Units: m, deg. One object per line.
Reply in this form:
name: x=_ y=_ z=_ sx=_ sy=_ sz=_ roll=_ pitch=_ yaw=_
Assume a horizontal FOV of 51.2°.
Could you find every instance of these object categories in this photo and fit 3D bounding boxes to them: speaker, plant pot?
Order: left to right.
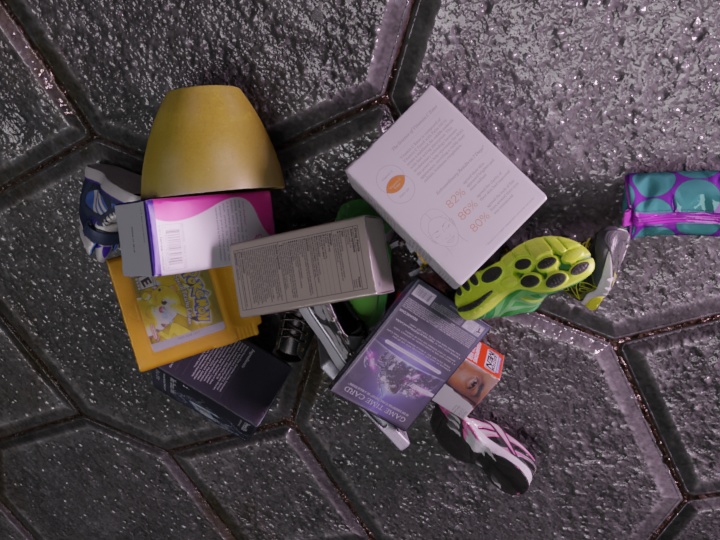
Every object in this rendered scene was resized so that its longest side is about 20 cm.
plant pot: x=-0.211 y=-0.177 z=1.044 sx=0.199 sy=0.200 sz=0.143 roll=-4 pitch=95 yaw=22
speaker: x=0.000 y=0.000 z=1.091 sx=0.088 sy=0.089 sz=0.201 roll=13 pitch=127 yaw=11

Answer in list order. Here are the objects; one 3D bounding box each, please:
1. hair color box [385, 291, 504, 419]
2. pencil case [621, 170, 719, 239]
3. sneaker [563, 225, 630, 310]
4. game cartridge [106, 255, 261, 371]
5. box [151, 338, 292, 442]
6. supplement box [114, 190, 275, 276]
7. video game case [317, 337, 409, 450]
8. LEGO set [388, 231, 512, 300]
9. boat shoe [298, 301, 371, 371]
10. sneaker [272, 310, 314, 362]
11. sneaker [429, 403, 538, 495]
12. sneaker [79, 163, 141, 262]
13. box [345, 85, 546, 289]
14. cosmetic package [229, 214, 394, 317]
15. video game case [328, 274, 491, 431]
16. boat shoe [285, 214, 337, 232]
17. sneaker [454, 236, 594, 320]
hair color box: x=0.112 y=0.135 z=1.188 sx=0.199 sy=0.064 sz=0.111 roll=31 pitch=125 yaw=-2
pencil case: x=0.426 y=-0.079 z=0.920 sx=0.199 sy=0.093 sz=0.085 roll=1 pitch=122 yaw=20
sneaker: x=0.292 y=-0.004 z=0.985 sx=0.084 sy=0.075 sz=0.200 roll=23 pitch=161 yaw=15
game cartridge: x=-0.264 y=0.040 z=1.148 sx=0.199 sy=0.032 sz=0.177 roll=-17 pitch=96 yaw=-16
box: x=-0.237 y=0.178 z=1.260 sx=0.199 sy=0.118 sz=0.197 roll=31 pitch=157 yaw=-1
supplement box: x=-0.227 y=-0.054 z=1.057 sx=0.103 sy=0.199 sz=0.102 roll=1 pitch=98 yaw=48
video game case: x=-0.001 y=0.174 z=1.179 sx=0.022 sy=0.200 sz=0.182 roll=-41 pitch=104 yaw=5
LEGO set: x=0.134 y=-0.021 z=1.045 sx=0.153 sy=0.116 sz=0.201 roll=-16 pitch=115 yaw=27
boat shoe: x=-0.015 y=0.094 z=1.067 sx=0.056 sy=0.069 sz=0.200 roll=-28 pitch=107 yaw=34
sneaker: x=-0.091 y=0.067 z=1.142 sx=0.074 sy=0.107 sz=0.200 roll=15 pitch=153 yaw=9
sneaker: x=0.206 y=0.281 z=1.243 sx=0.200 sy=0.086 sz=0.081 roll=41 pitch=127 yaw=18
sneaker: x=-0.376 y=-0.076 z=1.165 sx=0.200 sy=0.080 sz=0.147 roll=26 pitch=113 yaw=44
box: x=0.104 y=-0.100 z=0.948 sx=0.152 sy=0.106 sz=0.200 roll=-44 pitch=85 yaw=0
cosmetic package: x=-0.065 y=-0.003 z=0.992 sx=0.199 sy=0.073 sz=0.104 roll=-9 pitch=88 yaw=20
video game case: x=0.070 y=0.120 z=1.050 sx=0.143 sy=0.019 sz=0.200 roll=33 pitch=103 yaw=-25
boat shoe: x=-0.095 y=-0.051 z=1.141 sx=0.199 sy=0.074 sz=0.066 roll=-29 pitch=79 yaw=25
sneaker: x=0.214 y=0.011 z=0.972 sx=0.200 sy=0.083 sz=0.074 roll=-25 pitch=67 yaw=41
